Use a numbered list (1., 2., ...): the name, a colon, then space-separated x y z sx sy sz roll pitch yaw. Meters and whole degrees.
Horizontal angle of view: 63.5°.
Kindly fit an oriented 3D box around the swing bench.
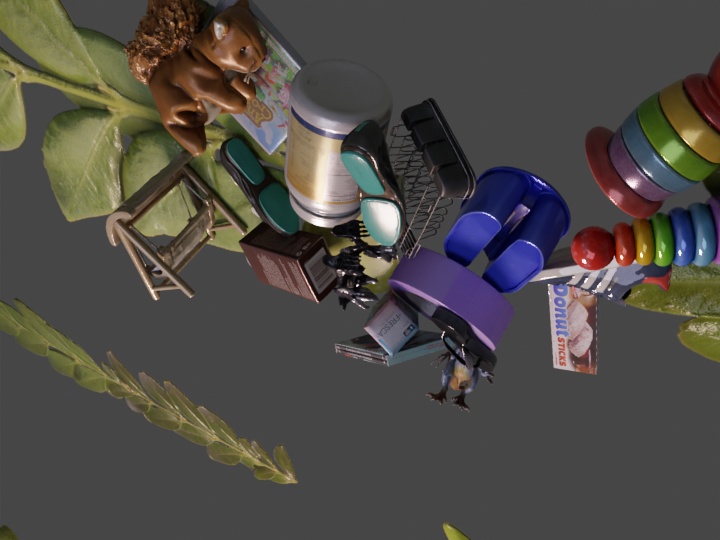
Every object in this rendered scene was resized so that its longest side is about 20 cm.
1. swing bench: -0.353 -0.087 1.102 0.128 0.200 0.202 -5 127 37

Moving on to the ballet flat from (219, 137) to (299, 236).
1. ballet flat: -0.181 -0.144 1.039 0.202 0.068 0.068 56 147 -9

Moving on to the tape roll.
1. tape roll: 0.141 0.045 0.921 0.198 0.066 0.200 34 172 5

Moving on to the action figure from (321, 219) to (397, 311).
1. action figure: 0.000 0.000 0.935 0.100 0.121 0.200 15 165 12

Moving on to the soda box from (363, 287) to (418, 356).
1. soda box: 0.056 0.080 0.989 0.068 0.200 0.064 44 98 1

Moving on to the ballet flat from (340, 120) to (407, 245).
1. ballet flat: 0.029 -0.114 0.762 0.067 0.069 0.201 15 154 22

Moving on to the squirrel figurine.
1. squirrel figurine: -0.228 -0.308 0.818 0.199 0.143 0.186 42 134 -12

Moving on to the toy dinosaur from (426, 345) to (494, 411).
1. toy dinosaur: 0.184 0.160 1.076 0.103 0.200 0.186 18 101 3

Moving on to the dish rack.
1. dish rack: 0.080 -0.120 0.831 0.201 0.053 0.156 113 140 -58

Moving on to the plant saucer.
1. plant saucer: -0.014 -0.043 1.042 0.196 0.031 0.203 20 138 19

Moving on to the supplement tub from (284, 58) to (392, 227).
1. supplement tub: -0.037 -0.177 0.835 0.142 0.145 0.202 25 140 10

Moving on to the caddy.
1. caddy: 0.202 -0.060 0.811 0.140 0.106 0.201 35 157 4

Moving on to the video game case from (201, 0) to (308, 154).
1. video game case: -0.165 -0.300 0.899 0.200 0.022 0.181 46 140 -13

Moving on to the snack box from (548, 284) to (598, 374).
1. snack box: 0.340 0.085 0.925 0.070 0.024 0.203 7 133 29

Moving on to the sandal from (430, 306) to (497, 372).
1. sandal: 0.153 0.116 0.902 0.075 0.043 0.200 26 169 41

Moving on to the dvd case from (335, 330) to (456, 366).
1. dvd case: 0.058 0.132 1.042 0.199 0.143 0.023 1 101 63

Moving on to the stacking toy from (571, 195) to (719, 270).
1. stacking toy: 0.359 -0.039 0.706 0.195 0.086 0.087 -7 128 20

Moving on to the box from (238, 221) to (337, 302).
1. box: -0.132 -0.019 1.078 0.197 0.075 0.102 15 139 45

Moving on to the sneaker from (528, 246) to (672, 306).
1. sneaker: 0.330 0.012 0.814 0.197 0.075 0.086 -11 111 41

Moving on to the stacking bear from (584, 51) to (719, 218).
1. stacking bear: 0.353 -0.157 0.617 0.121 0.114 0.200 38 136 -5
